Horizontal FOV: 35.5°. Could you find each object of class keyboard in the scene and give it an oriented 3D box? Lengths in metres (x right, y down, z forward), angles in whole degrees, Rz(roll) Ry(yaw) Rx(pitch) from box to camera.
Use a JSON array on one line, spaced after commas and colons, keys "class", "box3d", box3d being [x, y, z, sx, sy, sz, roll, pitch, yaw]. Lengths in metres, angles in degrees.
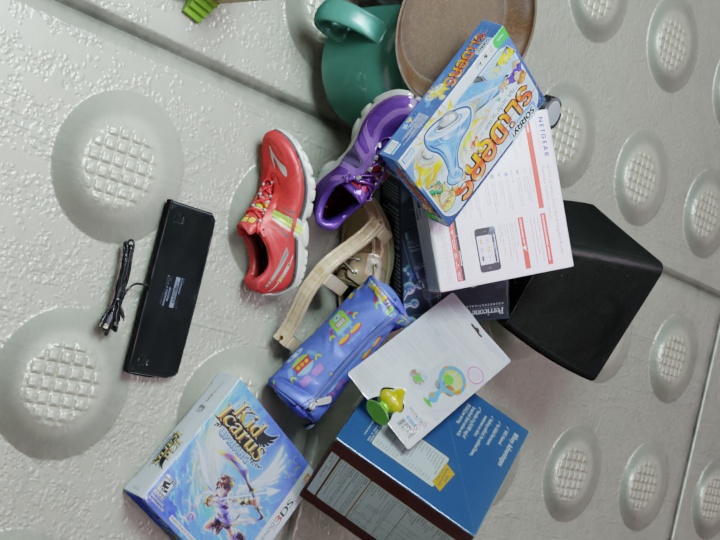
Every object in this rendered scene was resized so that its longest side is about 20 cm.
[{"class": "keyboard", "box3d": [-0.232, 0.019, 1.262, 0.127, 0.021, 0.201, 18, 83, -50]}]

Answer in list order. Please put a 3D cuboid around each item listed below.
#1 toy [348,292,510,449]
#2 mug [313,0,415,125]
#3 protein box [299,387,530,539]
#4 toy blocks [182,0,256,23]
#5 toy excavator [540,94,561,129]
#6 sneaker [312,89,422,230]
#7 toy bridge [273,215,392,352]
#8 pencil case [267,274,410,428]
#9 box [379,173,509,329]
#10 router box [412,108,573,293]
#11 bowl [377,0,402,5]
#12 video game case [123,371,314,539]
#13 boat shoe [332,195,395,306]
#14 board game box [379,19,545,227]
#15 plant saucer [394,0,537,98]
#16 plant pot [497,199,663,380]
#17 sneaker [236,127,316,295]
[{"class": "toy", "box3d": [0.081, 0.126, 1.387, 0.200, 0.047, 0.115, -34, 81, -37]}, {"class": "mug", "box3d": [0.034, -0.245, 1.358, 0.185, 0.114, 0.153, -7, 102, -43]}, {"class": "protein box", "box3d": [0.070, 0.241, 1.410, 0.199, 0.200, 0.135, -50, 173, -47]}, {"class": "toy blocks", "box3d": [-0.113, -0.370, 1.227, 0.100, 0.136, 0.201, 36, 72, -41]}, {"class": "toy excavator", "box3d": [0.193, -0.146, 1.599, 0.194, 0.100, 0.201, -27, 128, -42]}, {"class": "sneaker", "box3d": [0.014, -0.121, 1.314, 0.080, 0.084, 0.200, 28, 119, -19]}, {"class": "toy bridge", "box3d": [-0.038, 0.011, 1.381, 0.200, 0.027, 0.067, -51, 155, 1]}, {"class": "pencil case", "box3d": [-0.024, 0.100, 1.389, 0.200, 0.087, 0.078, -47, 124, -3]}, {"class": "box", "box3d": [0.110, -0.038, 1.476, 0.148, 0.107, 0.201, -6, 106, -13]}, {"class": "router box", "box3d": [0.157, -0.085, 1.385, 0.179, 0.049, 0.201, -10, 92, -13]}, {"class": "bowl", "box3d": [0.076, -0.365, 1.364, 0.199, 0.200, 0.075, 27, 76, -41]}, {"class": "video game case", "box3d": [-0.160, 0.256, 1.354, 0.181, 0.045, 0.200, -52, 128, -26]}, {"class": "boat shoe", "box3d": [0.000, 0.000, 1.446, 0.064, 0.071, 0.201, -19, 110, -40]}, {"class": "board game box", "box3d": [0.121, -0.168, 1.299, 0.200, 0.034, 0.135, -53, 136, -9]}, {"class": "plant saucer", "box3d": [0.115, -0.285, 1.295, 0.200, 0.037, 0.201, -16, 122, -28]}, {"class": "plant pot", "box3d": [0.267, 0.010, 1.601, 0.177, 0.200, 0.201, 15, 113, -31]}, {"class": "sneaker", "box3d": [-0.106, -0.067, 1.332, 0.085, 0.077, 0.201, -7, 101, -38]}]
